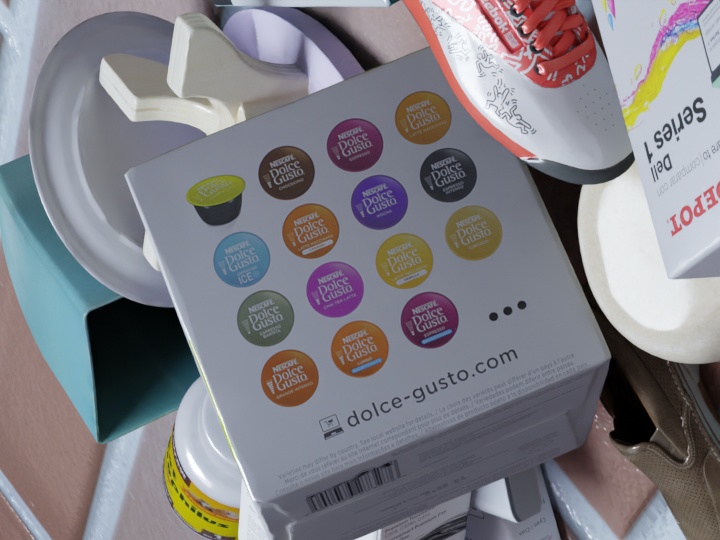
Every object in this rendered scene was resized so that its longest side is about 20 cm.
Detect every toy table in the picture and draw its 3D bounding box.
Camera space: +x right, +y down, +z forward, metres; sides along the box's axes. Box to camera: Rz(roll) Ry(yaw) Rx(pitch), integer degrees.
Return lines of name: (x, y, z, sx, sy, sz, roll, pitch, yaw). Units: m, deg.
toy table: (-0.072, -0.086, 1.534, 0.200, 0.117, 0.185, 37, 132, 47)

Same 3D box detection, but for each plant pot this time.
plant pot: (-0.188, -0.006, 1.827, 0.200, 0.141, 0.142, 48, 151, 37)

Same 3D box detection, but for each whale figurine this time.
whale figurine: (0.207, -0.028, 1.203, 0.200, 0.104, 0.160, -17, 85, 39)

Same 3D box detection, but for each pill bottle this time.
pill bottle: (-0.085, 0.130, 1.772, 0.109, 0.109, 0.200, 55, 163, 10)

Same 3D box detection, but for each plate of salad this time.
plate of salad: (-0.144, -0.073, 1.613, 0.048, 0.200, 0.201, -17, 103, 45)

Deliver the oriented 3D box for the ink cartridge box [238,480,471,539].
ink cartridge box: (-0.003, 0.131, 1.555, 0.146, 0.084, 0.201, 44, 143, 35)

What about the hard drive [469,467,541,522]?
hard drive: (0.035, 0.080, 1.569, 0.200, 0.027, 0.132, 13, 120, 54)

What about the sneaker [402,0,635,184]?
sneaker: (0.071, -0.139, 1.163, 0.202, 0.067, 0.108, 53, 154, 14)

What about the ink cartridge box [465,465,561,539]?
ink cartridge box: (0.066, 0.177, 1.671, 0.200, 0.045, 0.177, 12, 125, 56)

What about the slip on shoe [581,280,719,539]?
slip on shoe: (0.171, 0.092, 1.392, 0.076, 0.060, 0.201, 10, 125, 56)

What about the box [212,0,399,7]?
box: (-0.033, -0.205, 1.460, 0.200, 0.049, 0.083, 11, 126, 56)

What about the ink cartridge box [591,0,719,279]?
ink cartridge box: (0.179, -0.112, 1.083, 0.145, 0.084, 0.201, -42, 58, 59)

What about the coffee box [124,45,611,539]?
coffee box: (0.005, 0.022, 1.339, 0.200, 0.199, 0.198, 80, 167, -74)
